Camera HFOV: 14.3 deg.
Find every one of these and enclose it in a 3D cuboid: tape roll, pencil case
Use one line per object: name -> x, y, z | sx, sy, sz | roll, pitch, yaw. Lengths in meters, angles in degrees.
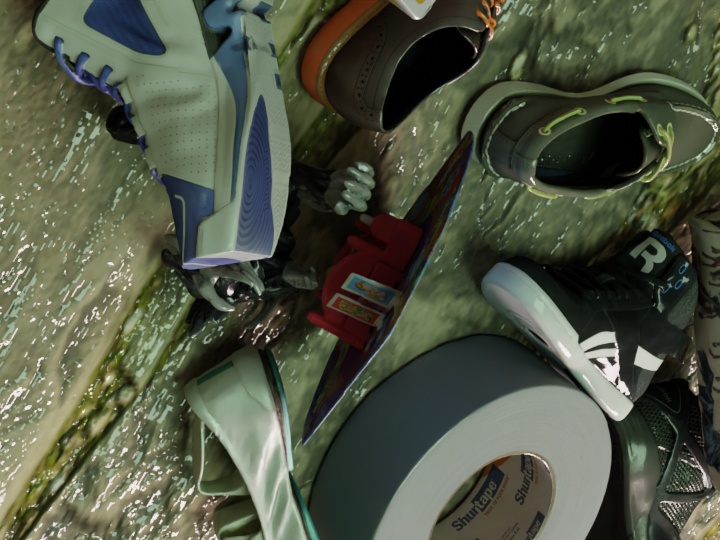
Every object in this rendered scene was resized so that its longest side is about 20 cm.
tape roll -> 0.064, 0.143, 1.819 | 0.200, 0.066, 0.201 | -24, 133, -29
pencil case -> 0.264, 0.056, 1.873 | 0.089, 0.078, 0.201 | -9, 100, -21

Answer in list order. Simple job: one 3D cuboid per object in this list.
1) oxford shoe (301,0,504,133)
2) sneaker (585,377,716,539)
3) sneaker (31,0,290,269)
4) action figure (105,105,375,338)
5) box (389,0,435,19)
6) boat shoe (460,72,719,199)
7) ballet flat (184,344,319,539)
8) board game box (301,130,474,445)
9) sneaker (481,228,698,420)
oxford shoe -> 0.061, -0.152, 1.588 | 0.200, 0.072, 0.071 | -46, 139, -6
sneaker -> 0.212, 0.156, 1.957 | 0.114, 0.076, 0.200 | -20, 126, -22
sneaker -> -0.102, -0.097, 1.437 | 0.081, 0.115, 0.201 | 23, 63, -72
action figure -> -0.061, -0.032, 1.547 | 0.119, 0.102, 0.200 | -49, 140, -20
box -> -0.008, -0.236, 1.439 | 0.113, 0.101, 0.200 | -48, 140, -3
boat shoe -> 0.151, -0.077, 1.737 | 0.201, 0.060, 0.072 | -3, 121, -41
ballet flat -> -0.064, 0.129, 1.702 | 0.069, 0.069, 0.201 | -31, 132, -21
board game box -> 0.000, 0.000, 1.607 | 0.200, 0.039, 0.158 | -53, -168, 52
sneaker -> 0.150, 0.009, 1.801 | 0.112, 0.073, 0.200 | -51, 148, -5
